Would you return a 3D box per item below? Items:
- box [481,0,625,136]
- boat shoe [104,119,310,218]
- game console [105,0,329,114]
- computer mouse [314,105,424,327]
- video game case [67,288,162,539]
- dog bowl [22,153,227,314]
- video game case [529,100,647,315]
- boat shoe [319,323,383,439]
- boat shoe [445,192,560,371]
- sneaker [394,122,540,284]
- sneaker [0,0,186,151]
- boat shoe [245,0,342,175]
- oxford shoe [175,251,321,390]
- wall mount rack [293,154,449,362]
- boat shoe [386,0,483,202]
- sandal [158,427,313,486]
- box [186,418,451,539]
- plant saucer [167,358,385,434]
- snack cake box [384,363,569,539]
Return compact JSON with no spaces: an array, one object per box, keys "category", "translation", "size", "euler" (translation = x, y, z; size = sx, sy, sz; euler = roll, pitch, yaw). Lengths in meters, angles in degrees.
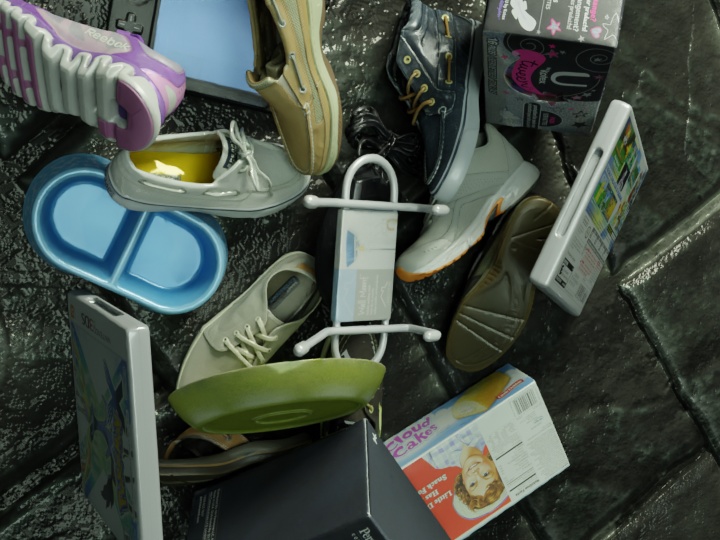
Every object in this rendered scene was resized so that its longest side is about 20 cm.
[{"category":"box","translation":[0.176,-0.221,0.779],"size":[0.112,0.200,0.135],"euler":[9,80,12]},{"category":"boat shoe","translation":[-0.122,-0.098,0.767],"size":[0.199,0.086,0.076],"euler":[-1,71,-32]},{"category":"game console","translation":[-0.115,-0.240,0.751],"size":[0.196,0.116,0.180],"euler":[10,96,-19]},{"category":"computer mouse","translation":[0.000,-0.045,0.832],"size":[0.138,0.052,0.204],"euler":[19,83,-54]},{"category":"video game case","translation":[-0.217,0.131,0.748],"size":[0.022,0.181,0.205],"euler":[-8,102,-32]},{"category":"dog bowl","translation":[-0.213,-0.028,0.791],"size":[0.198,0.050,0.113],"euler":[27,90,-20]},{"category":"video game case","translation":[0.238,-0.053,0.874],"size":[0.185,0.022,0.199],"euler":[-65,155,0]},{"category":"boat shoe","translation":[-0.008,0.149,0.883],"size":[0.070,0.060,0.206],"euler":[3,98,-18]},{"category":"boat shoe","translation":[0.150,0.011,0.909],"size":[0.071,0.066,0.204],"euler":[23,108,-4]},{"category":"sneaker","translation":[0.091,-0.070,0.870],"size":[0.200,0.076,0.092],"euler":[-43,94,-26]},{"category":"sneaker","translation":[-0.229,-0.176,0.727],"size":[0.198,0.081,0.089],"euler":[29,45,14]},{"category":"boat shoe","translation":[-0.068,-0.170,0.742],"size":[0.076,0.071,0.203],"euler":[-34,127,-38]},{"category":"oxford shoe","translation":[-0.108,0.065,0.838],"size":[0.075,0.058,0.201],"euler":[43,86,-21]},{"category":"wall mount rack","translation":[0.000,0.000,0.744],"size":[0.171,0.074,0.205],"euler":[-1,97,-39]},{"category":"boat shoe","translation":[0.065,-0.165,0.826],"size":[0.089,0.071,0.204],"euler":[16,64,-14]},{"category":"sandal","translation":[-0.137,0.174,0.840],"size":[0.196,0.082,0.056],"euler":[-6,71,-26]},{"category":"box","translation":[-0.033,0.278,0.810],"size":[0.196,0.124,0.201],"euler":[-26,121,13]},{"category":"plant saucer","translation":[-0.072,0.118,0.767],"size":[0.196,0.200,0.032],"euler":[-4,72,-17]},{"category":"snack cake box","translation":[0.116,0.208,0.931],"size":[0.198,0.067,0.117],"euler":[-30,109,-11]}]
